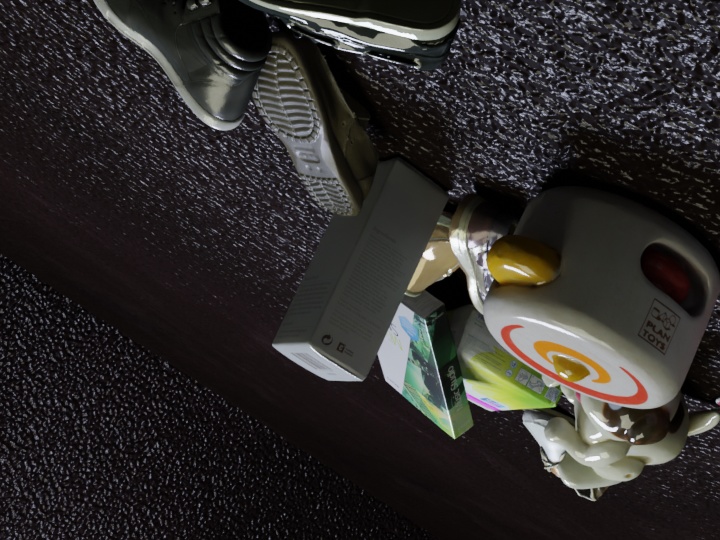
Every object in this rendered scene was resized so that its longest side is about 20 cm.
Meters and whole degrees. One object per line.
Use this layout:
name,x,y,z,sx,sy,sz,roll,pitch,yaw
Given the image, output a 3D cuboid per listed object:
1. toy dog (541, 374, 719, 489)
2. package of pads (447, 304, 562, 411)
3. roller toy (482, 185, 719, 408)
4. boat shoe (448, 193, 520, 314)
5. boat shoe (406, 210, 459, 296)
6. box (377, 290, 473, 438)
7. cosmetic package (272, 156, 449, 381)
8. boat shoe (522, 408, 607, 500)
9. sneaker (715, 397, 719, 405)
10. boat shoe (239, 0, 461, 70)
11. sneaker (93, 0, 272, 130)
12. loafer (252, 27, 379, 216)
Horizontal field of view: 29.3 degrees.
toy dog,0.282,0.150,1.447,0.191,0.142,0.200,10,161,14
package of pads,0.146,0.108,1.676,0.153,0.069,0.200,30,164,-13
roller toy,0.202,0.029,1.172,0.180,0.141,0.200,22,164,18
boat shoe,0.142,0.000,1.321,0.064,0.072,0.201,25,160,34
boat shoe,0.065,-0.008,1.415,0.071,0.077,0.200,30,165,-10
box,0.061,0.087,1.610,0.144,0.036,0.202,37,154,44
cosmetic package,0.000,0.000,1.313,0.074,0.202,0.101,32,165,-20
boat shoe,0.287,0.252,1.899,0.199,0.069,0.074,38,162,-32
sneaker,0.359,0.084,1.212,0.111,0.072,0.200,13,161,35
boat shoe,-0.022,-0.190,0.976,0.196,0.075,0.066,14,151,13
sneaker,-0.146,-0.220,1.128,0.200,0.071,0.099,49,131,5
loafer,-0.037,-0.136,1.201,0.075,0.068,0.201,15,145,30
